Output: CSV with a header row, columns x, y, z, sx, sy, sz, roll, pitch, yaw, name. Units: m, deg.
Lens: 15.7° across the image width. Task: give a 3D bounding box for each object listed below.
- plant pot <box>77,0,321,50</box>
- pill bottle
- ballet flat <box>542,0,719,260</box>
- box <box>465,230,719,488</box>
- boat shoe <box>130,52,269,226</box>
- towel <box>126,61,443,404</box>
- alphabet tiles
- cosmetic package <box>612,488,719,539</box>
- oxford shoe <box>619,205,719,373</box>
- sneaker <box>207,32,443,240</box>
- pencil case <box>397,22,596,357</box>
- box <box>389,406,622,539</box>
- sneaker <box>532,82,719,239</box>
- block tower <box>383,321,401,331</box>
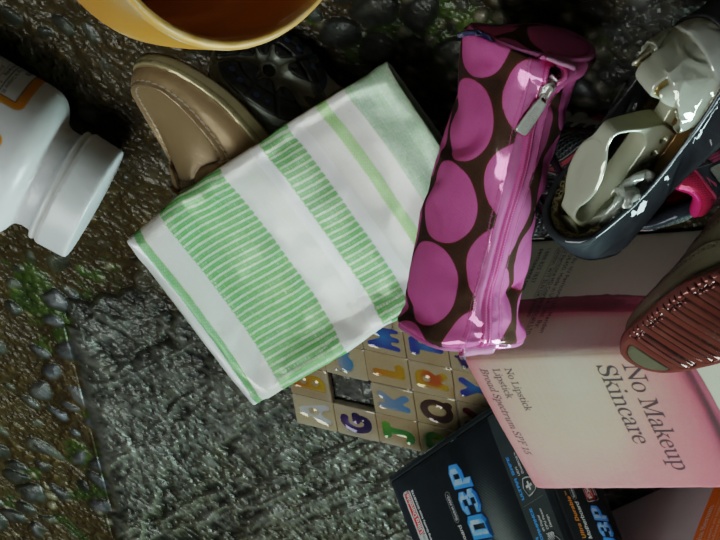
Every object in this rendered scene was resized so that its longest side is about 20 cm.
x,y,z,sx,sy,sz,roll,pitch,yaw,name
-0.131,-0.226,1.472,0.183,0.200,0.201,6,139,48,plant pot
-0.264,-0.093,1.748,0.199,0.111,0.111,30,142,-1,pill bottle
0.168,-0.085,1.464,0.073,0.073,0.200,34,114,-8,ballet flat
0.188,0.058,1.643,0.199,0.109,0.128,-4,131,35,box
-0.083,-0.049,1.633,0.200,0.065,0.071,51,154,-23,boat shoe
-0.025,-0.017,1.606,0.199,0.023,0.153,-30,113,16,towel
0.018,0.058,1.829,0.166,0.008,0.201,12,139,20,alphabet tiles
0.234,0.195,1.777,0.071,0.102,0.200,41,139,-15,cosmetic package
0.228,-0.013,1.504,0.070,0.075,0.200,32,125,-33,oxford shoe
-0.017,-0.077,1.661,0.200,0.077,0.085,40,151,-3,sneaker
0.079,-0.046,1.533,0.090,0.094,0.201,2,109,-28,pencil case
0.112,0.200,1.796,0.159,0.046,0.201,-38,67,46,box
0.140,-0.055,1.575,0.199,0.075,0.081,-18,123,43,sneaker
0.000,0.000,1.729,0.199,0.058,0.054,7,129,22,block tower
